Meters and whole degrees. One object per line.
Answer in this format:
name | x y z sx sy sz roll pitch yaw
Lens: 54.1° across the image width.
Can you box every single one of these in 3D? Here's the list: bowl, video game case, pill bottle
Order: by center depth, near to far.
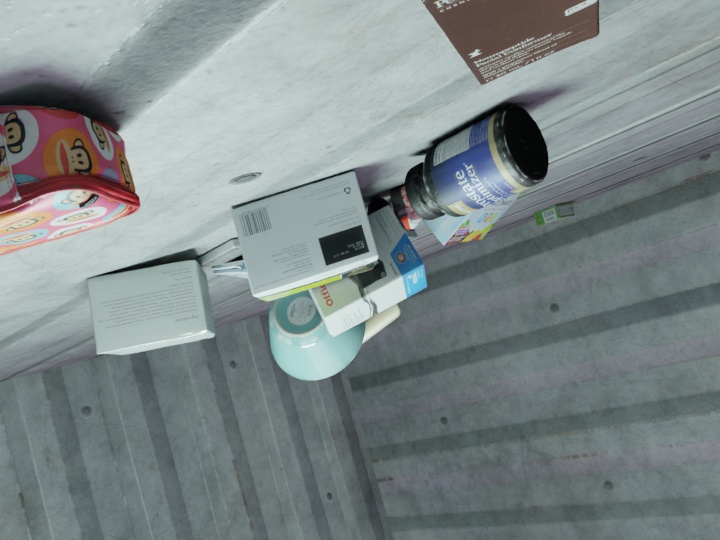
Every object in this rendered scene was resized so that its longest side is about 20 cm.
pill bottle | 0.160 -0.144 1.009 0.110 0.115 0.198 -13 173 -44
bowl | -0.095 0.092 1.339 0.196 0.205 0.106 -17 147 5
video game case | -0.213 -0.044 1.384 0.141 0.018 0.197 -22 174 42

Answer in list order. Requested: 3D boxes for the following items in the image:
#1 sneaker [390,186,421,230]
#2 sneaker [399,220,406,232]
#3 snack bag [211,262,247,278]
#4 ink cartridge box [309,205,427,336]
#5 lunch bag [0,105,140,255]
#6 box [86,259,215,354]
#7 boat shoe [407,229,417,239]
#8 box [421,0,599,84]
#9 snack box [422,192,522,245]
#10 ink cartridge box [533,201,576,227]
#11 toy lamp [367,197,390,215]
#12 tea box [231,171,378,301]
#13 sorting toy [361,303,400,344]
sneaker | 0.125 -0.129 1.356 0.105 0.069 0.201 -16 173 11
sneaker | 0.041 -0.093 1.458 0.071 0.074 0.199 -26 -163 -13
snack bag | -0.173 0.005 1.426 0.197 0.022 0.186 -1 172 45
ink cartridge box | 0.000 0.000 1.257 0.196 0.147 0.084 -27 151 -5
lunch bag | -0.282 -0.060 0.556 0.195 0.084 0.176 -16 180 1
box | -0.378 0.073 1.306 0.194 0.135 0.199 -10 174 -9
boat shoe | 0.089 -0.096 1.615 0.072 0.070 0.199 -23 -179 18
box | 0.096 -0.191 0.450 0.098 0.077 0.199 -18 174 19
snack box | 0.220 -0.133 1.283 0.169 0.068 0.199 -50 163 23
ink cartridge box | 0.793 -0.227 2.843 0.102 0.061 0.197 -21 174 42
toy lamp | -0.003 -0.090 1.405 0.057 0.060 0.199 -14 175 -29
tea box | -0.083 -0.045 1.113 0.195 0.137 0.197 -17 175 -4
sorting toy | -0.029 0.056 1.433 0.183 0.203 0.036 -37 144 13
